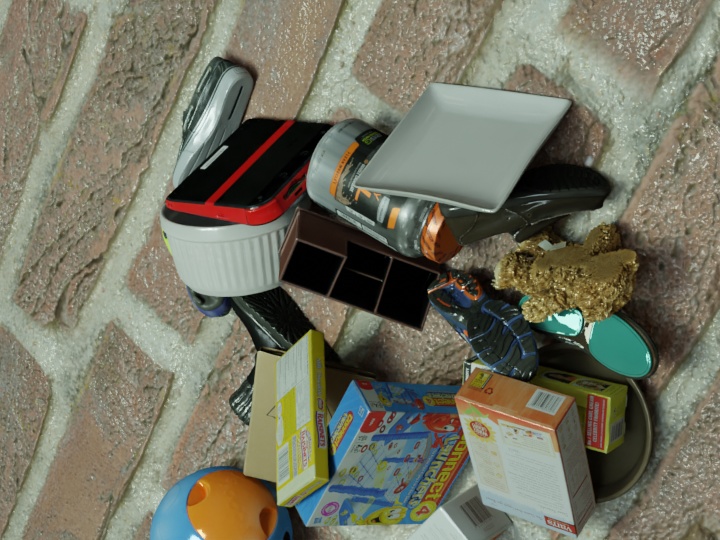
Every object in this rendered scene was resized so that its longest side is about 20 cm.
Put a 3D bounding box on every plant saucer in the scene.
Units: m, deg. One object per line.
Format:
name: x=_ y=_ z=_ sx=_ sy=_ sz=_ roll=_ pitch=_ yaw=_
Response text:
plant saucer: x=0.265 y=0.182 z=1.701 sx=0.199 sy=0.029 sz=0.201 roll=9 pitch=106 yaw=34

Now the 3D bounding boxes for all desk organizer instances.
desk organizer: x=0.000 y=0.000 z=1.757 sx=0.199 sy=0.077 sz=0.072 roll=20 pitch=118 yaw=-11

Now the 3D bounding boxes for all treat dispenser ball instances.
treat dispenser ball: x=-0.195 y=0.376 z=1.974 sx=0.200 sy=0.201 sz=0.202 roll=9 pitch=106 yaw=34

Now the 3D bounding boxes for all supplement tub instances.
supplement tub: x=0.041 y=-0.096 z=1.743 sx=0.200 sy=0.122 sz=0.123 roll=30 pitch=117 yaw=26

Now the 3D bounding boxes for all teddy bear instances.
teddy bear: x=0.240 y=0.005 z=1.625 sx=0.199 sy=0.145 sz=0.067 roll=2 pitch=134 yaw=39

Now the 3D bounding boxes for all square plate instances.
square plate: x=0.121 y=-0.142 z=1.652 sx=0.199 sy=0.198 sz=0.029 roll=12 pitch=142 yaw=34

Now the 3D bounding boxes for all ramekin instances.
ramekin: x=-0.160 y=-0.044 z=1.861 sx=0.199 sy=0.200 sz=0.106 roll=9 pitch=117 yaw=34

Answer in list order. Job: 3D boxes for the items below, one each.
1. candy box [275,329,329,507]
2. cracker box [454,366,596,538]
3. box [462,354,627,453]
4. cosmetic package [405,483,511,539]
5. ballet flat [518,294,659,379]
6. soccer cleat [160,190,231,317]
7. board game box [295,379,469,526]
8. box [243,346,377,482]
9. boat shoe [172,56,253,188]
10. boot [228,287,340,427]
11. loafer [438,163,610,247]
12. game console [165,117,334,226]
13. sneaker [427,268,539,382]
candy box: x=-0.075 y=0.185 z=1.764 sx=0.102 sy=0.026 sz=0.201 roll=-40 pitch=44 yaw=47
cracker box: x=0.196 y=0.215 z=1.652 sx=0.133 sy=0.058 sz=0.201 roll=16 pitch=140 yaw=32
box: x=0.218 y=0.156 z=1.681 sx=0.199 sy=0.050 sz=0.076 roll=13 pitch=110 yaw=33
cosmetic package: x=0.094 y=0.371 z=1.824 sx=0.071 sy=0.101 sz=0.200 roll=50 pitch=125 yaw=15
ballet flat: x=0.277 y=0.065 z=1.637 sx=0.200 sy=0.068 sz=0.068 roll=29 pitch=112 yaw=38
soccer cleat: x=-0.232 y=-0.022 z=1.998 sx=0.064 sy=0.084 sz=0.201 roll=-23 pitch=68 yaw=4
board game box: x=0.040 y=0.233 z=1.770 sx=0.056 sy=0.195 sz=0.201 roll=57 pitch=131 yaw=43
box: x=-0.071 y=0.209 z=1.902 sx=0.163 sy=0.021 sz=0.201 roll=12 pitch=118 yaw=5
boat shoe: x=-0.213 y=-0.202 z=1.948 sx=0.071 sy=0.072 sz=0.201 roll=41 pitch=112 yaw=32
boot: x=-0.139 y=0.122 z=1.951 sx=0.211 sy=0.079 sz=0.158 roll=49 pitch=124 yaw=17
loafer: x=0.193 y=-0.073 z=1.642 sx=0.199 sy=0.073 sz=0.072 roll=-8 pitch=119 yaw=7
game console: x=-0.133 y=-0.131 z=1.825 sx=0.176 sy=0.200 sz=0.031 roll=7 pitch=132 yaw=37
sneaker: x=0.159 y=0.073 z=1.700 sx=0.075 sy=0.078 sz=0.200 roll=-38 pitch=42 yaw=1
